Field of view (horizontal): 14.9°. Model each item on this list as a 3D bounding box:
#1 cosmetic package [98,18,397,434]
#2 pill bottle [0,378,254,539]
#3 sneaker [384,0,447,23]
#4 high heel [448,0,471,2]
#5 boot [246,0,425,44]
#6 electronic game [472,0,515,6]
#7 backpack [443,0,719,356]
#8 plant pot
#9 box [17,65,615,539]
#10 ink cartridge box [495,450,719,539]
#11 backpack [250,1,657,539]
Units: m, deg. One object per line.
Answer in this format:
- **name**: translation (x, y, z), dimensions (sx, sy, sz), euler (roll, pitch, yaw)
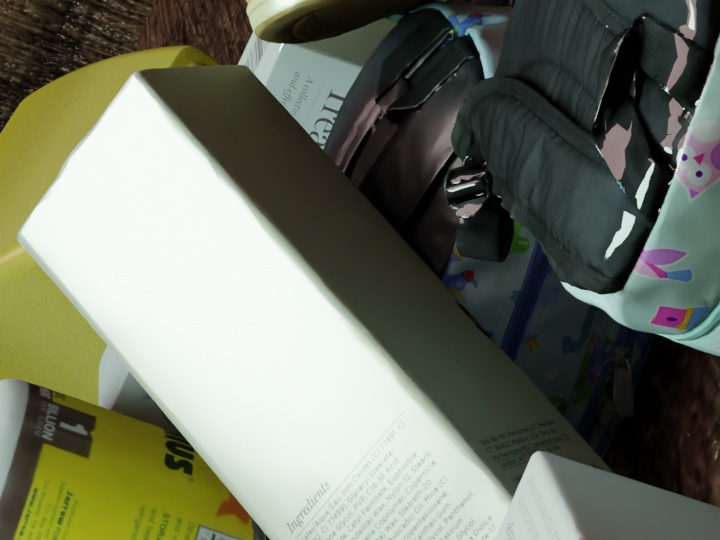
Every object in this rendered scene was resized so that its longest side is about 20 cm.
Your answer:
- **cosmetic package**: translation (0.000, 0.000, 1.086), dimensions (0.052, 0.151, 0.200), euler (-97, 29, -54)
- **pill bottle**: translation (-0.067, 0.122, 1.061), dimensions (0.109, 0.200, 0.109), euler (-160, 90, -79)
- **sneaker**: translation (0.014, -0.093, 1.094), dimensions (0.078, 0.091, 0.200), euler (-36, -20, -31)
- **high heel**: translation (0.029, -0.165, 1.170), dimensions (0.143, 0.071, 0.200), euler (-160, 74, -65)
- **boot**: translation (0.008, -0.173, 0.959), dimensions (0.073, 0.156, 0.200), euler (-17, 9, 47)
- **electronic game**: translation (0.060, -0.069, 1.202), dimensions (0.200, 0.042, 0.200), euler (-163, 90, -71)
- **backpack**: translation (0.105, -0.054, 0.765), dimensions (0.200, 0.126, 0.167), euler (-109, 30, -71)
- **plant pot**: translation (-0.105, 0.000, 1.434), dimensions (0.176, 0.200, 0.200), euler (-35, 21, 54)
- **box**: translation (-0.015, 0.029, 0.885), dimensions (0.082, 0.200, 0.068), euler (-50, -20, 27)
- **ink cartridge box**: translation (0.054, 0.168, 0.720), dimensions (0.146, 0.085, 0.200), euler (-110, 40, -74)
- **backpack**: translation (0.037, 0.001, 0.973), dimensions (0.163, 0.154, 0.200), euler (-111, 24, -61)
